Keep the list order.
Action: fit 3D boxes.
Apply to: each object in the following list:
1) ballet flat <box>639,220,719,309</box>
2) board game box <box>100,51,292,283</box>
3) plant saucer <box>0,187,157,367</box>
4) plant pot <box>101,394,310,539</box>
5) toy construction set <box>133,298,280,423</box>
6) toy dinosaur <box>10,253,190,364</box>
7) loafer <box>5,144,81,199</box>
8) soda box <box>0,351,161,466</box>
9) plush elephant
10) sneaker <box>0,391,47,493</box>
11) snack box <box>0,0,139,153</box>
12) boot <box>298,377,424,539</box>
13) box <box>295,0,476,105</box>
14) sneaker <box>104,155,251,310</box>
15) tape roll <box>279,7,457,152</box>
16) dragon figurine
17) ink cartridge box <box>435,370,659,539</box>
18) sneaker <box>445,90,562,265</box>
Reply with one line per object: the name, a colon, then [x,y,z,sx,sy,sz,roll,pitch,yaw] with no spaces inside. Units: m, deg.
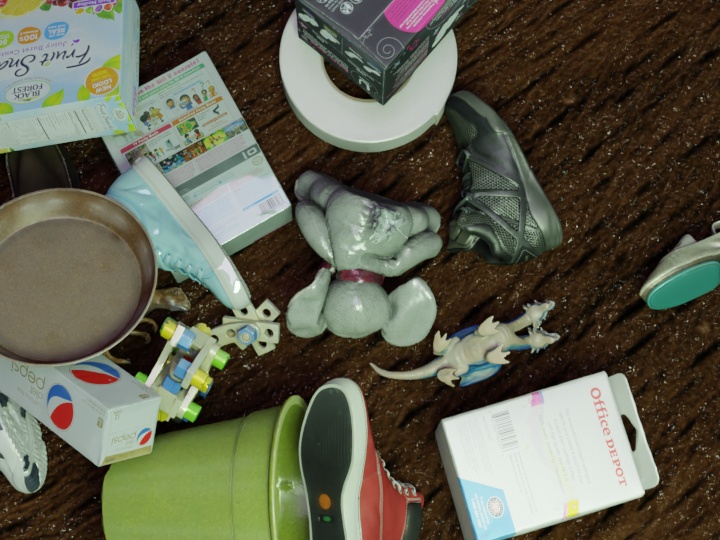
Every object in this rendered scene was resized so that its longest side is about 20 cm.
ballet flat: [0.379,-0.018,1.508,0.198,0.068,0.063,-21,50,-9]
board game box: [-0.183,-0.112,1.514,0.146,0.064,0.201,-28,80,-6]
plant saucer: [-0.297,0.011,1.373,0.197,0.035,0.202,1,60,-1]
plant pot: [-0.150,0.228,1.388,0.187,0.200,0.203,-3,77,10]
toy construction set: [-0.163,0.086,1.423,0.092,0.200,0.132,33,113,14]
toy dinosaur: [-0.280,0.046,1.472,0.198,0.060,0.108,4,81,-30]
loafer: [-0.332,-0.068,1.498,0.072,0.071,0.202,-20,79,-5]
soda box: [-0.285,0.115,1.375,0.199,0.068,0.064,28,115,36]
plush elephant: [0.000,0.000,1.449,0.163,0.200,0.157,15,99,-9]
sneaker: [-0.420,0.161,1.450,0.129,0.080,0.200,-30,100,12]
snack box: [-0.339,-0.217,1.497,0.197,0.068,0.170,-9,58,8]
boot: [0.011,0.199,1.406,0.072,0.144,0.203,5,100,39]
box: [0.040,-0.303,1.496,0.132,0.115,0.200,39,78,9]
sneaker: [-0.191,-0.021,1.430,0.082,0.074,0.200,-40,68,-4]
tape roll: [0.009,-0.232,1.556,0.200,0.037,0.206,0,77,0]
dragon figurine: [0.117,0.087,1.474,0.198,0.099,0.059,-24,79,14]
ink cartridge box: [0.189,0.191,1.417,0.198,0.125,0.130,-15,78,-4]
sneaker: [0.124,-0.093,1.506,0.113,0.076,0.201,-26,84,-13]
